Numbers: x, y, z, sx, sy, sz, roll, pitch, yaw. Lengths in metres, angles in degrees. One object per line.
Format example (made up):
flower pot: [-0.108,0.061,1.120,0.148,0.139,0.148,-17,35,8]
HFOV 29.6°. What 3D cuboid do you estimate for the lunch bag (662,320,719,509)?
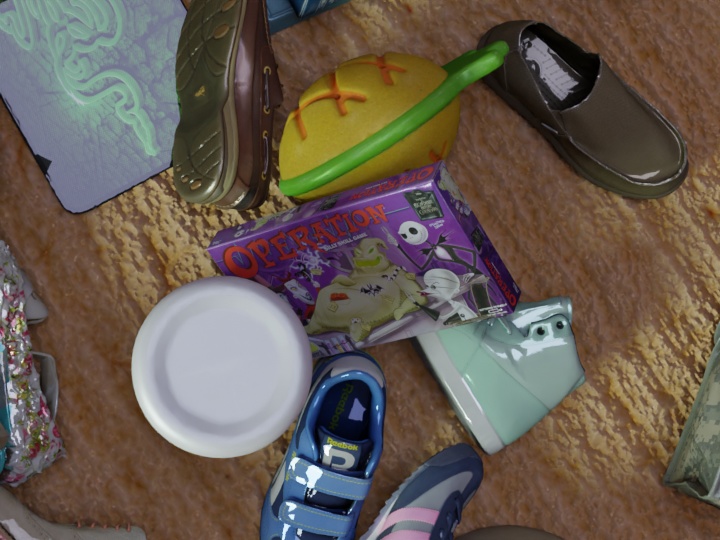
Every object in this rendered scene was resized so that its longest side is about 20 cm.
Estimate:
lunch bag: [0.352,0.108,1.058,0.163,0.118,0.201,22,86,-6]

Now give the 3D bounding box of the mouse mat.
mouse mat: [-0.201,-0.162,1.049,0.161,0.008,0.200,-30,89,-11]

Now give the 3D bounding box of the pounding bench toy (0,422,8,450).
pounding bench toy: [-0.350,0.062,0.931,0.199,0.124,0.157,-6,85,-5]

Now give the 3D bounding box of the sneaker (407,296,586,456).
sneaker: [0.093,0.027,1.042,0.118,0.074,0.201,-33,100,-5]

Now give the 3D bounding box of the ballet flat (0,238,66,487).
ballet flat: [-0.257,0.056,0.994,0.064,0.075,0.201,-7,89,-41]

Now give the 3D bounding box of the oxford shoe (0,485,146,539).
oxford shoe: [-0.196,0.206,0.983,0.200,0.071,0.074,41,74,-13]

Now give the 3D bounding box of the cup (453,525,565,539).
cup: [0.127,0.291,0.986,0.199,0.143,0.201,1,83,-10]

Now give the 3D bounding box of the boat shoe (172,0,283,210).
boat shoe: [-0.096,-0.140,1.034,0.067,0.072,0.201,17,69,-43]

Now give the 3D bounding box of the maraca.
maraca: [0.024,-0.113,1.010,0.200,0.137,0.107,-36,106,-19]

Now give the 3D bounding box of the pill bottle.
pill bottle: [-0.100,0.070,0.943,0.115,0.200,0.116,1,83,-8]

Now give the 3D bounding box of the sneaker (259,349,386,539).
sneaker: [-0.027,0.154,1.006,0.074,0.082,0.201,12,85,-9]

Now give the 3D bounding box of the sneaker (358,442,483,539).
sneaker: [0.041,0.216,0.995,0.082,0.070,0.200,28,64,35]

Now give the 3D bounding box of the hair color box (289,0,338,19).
hair color box: [0.020,-0.286,1.054,0.199,0.061,0.100,-28,89,-12]

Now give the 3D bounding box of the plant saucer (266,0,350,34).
plant saucer: [-0.002,-0.257,1.087,0.199,0.019,0.070,-25,88,-10]

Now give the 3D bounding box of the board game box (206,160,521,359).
board game box: [0.000,0.000,0.966,0.120,0.199,0.032,58,37,-22]

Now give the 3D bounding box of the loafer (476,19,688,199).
loafer: [0.179,-0.127,1.078,0.200,0.067,0.076,33,80,-5]
